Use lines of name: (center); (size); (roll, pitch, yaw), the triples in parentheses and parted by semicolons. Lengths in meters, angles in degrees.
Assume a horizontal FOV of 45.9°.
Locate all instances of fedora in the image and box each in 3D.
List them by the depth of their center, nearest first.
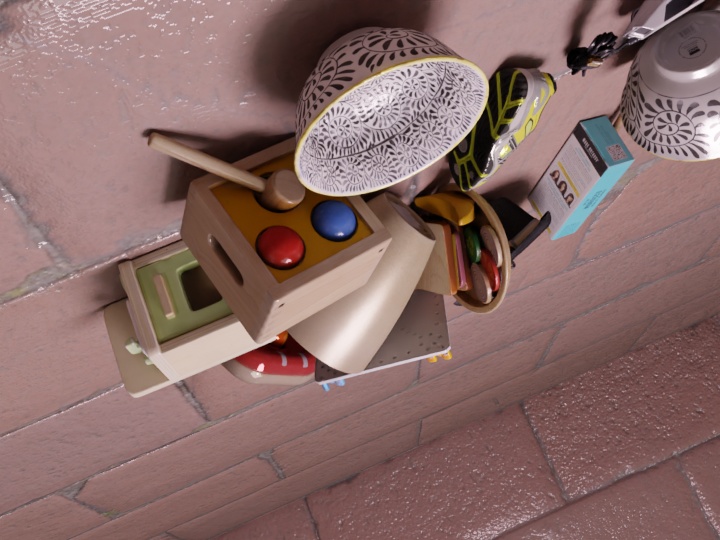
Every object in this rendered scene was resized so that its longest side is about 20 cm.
fedora: (0.193, -0.041, 1.293); (0.200, 0.092, 0.201); (-42, 174, -6)

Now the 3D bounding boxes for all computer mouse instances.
computer mouse: (0.325, -0.289, 0.954); (0.199, 0.044, 0.110); (-32, -178, 5)

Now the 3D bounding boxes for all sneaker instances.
sneaker: (0.174, -0.166, 1.046); (0.076, 0.076, 0.200); (-12, 156, -29)

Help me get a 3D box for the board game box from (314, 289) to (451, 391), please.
board game box: (0.032, 0.080, 1.260); (0.198, 0.201, 0.026); (-16, 126, 11)

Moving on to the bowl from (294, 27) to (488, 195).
bowl: (0.013, -0.169, 0.820); (0.199, 0.095, 0.201); (-22, 158, -9)

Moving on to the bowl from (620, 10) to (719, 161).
bowl: (0.396, -0.237, 0.995); (0.200, 0.202, 0.094); (-30, 142, 12)

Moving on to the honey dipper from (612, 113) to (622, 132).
honey dipper: (0.367, -0.199, 1.231); (0.038, 0.038, 0.200); (-17, 154, -19)

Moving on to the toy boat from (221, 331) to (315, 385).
toy boat: (-0.129, 0.092, 1.284); (0.200, 0.130, 0.131); (13, 109, -57)

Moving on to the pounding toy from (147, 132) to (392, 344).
pounding toy: (-0.100, -0.058, 0.893); (0.183, 0.200, 0.142); (-29, 163, -31)

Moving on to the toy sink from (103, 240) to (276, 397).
toy sink: (-0.222, 0.049, 1.040); (0.199, 0.131, 0.112); (-22, 158, -5)

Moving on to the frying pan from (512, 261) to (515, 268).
frying pan: (0.247, -0.041, 1.463); (0.189, 0.031, 0.115); (-4, 150, -49)

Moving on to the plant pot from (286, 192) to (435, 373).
plant pot: (0.000, 0.000, 1.134); (0.200, 0.188, 0.187); (-48, 152, 16)

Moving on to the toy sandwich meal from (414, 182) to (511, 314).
toy sandwich meal: (0.126, -0.026, 1.171); (0.070, 0.206, 0.205); (-17, 157, -24)

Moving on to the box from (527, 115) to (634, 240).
box: (0.323, -0.134, 1.267); (0.049, 0.083, 0.200); (-17, 157, -22)
